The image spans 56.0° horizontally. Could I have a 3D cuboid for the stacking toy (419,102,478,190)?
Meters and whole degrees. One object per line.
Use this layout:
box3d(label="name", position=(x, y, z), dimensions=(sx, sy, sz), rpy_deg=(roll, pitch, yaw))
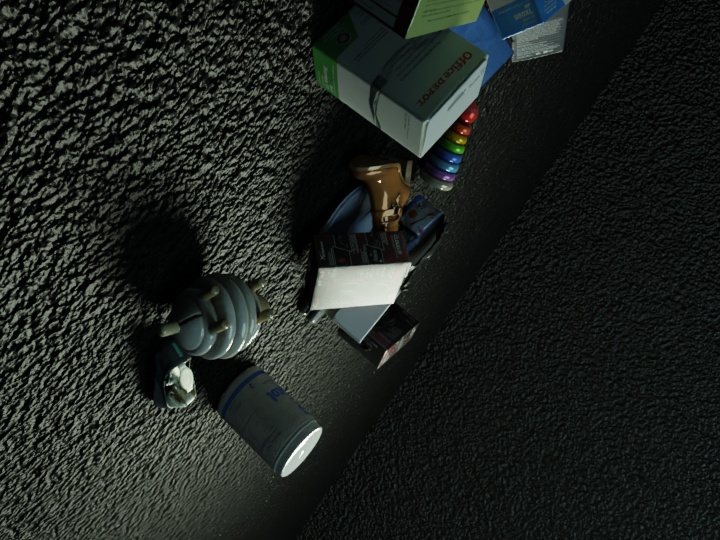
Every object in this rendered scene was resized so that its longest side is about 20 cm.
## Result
box3d(label="stacking toy", position=(0.206, -0.289, 1.529), dimensions=(0.085, 0.084, 0.204), rpy_deg=(-22, 139, -59))

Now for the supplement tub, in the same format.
box3d(label="supplement tub", position=(-0.190, 0.311, 1.410), dimensions=(0.132, 0.199, 0.133), rpy_deg=(-46, 162, -19))

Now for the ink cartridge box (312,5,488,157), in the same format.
box3d(label="ink cartridge box", position=(0.054, -0.274, 0.923), dimensions=(0.147, 0.199, 0.084), rpy_deg=(-45, 162, -18))

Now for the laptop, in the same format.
box3d(label="laptop", position=(0.183, -0.416, 1.140), dimensions=(0.188, 0.115, 0.201), rpy_deg=(-47, 162, -21))

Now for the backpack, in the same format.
box3d(label="backpack", position=(0.106, -0.074, 1.542), dimensions=(0.190, 0.154, 0.200), rpy_deg=(-41, 167, -9))

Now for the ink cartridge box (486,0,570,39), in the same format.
box3d(label="ink cartridge box", position=(0.240, -0.481, 1.017), dimensions=(0.083, 0.203, 0.144), rpy_deg=(-4, -149, 50))

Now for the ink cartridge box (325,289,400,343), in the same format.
box3d(label="ink cartridge box", position=(-0.004, 0.061, 1.480), dimensions=(0.146, 0.083, 0.200), rpy_deg=(-51, -168, -2))

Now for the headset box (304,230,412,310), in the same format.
box3d(label="headset box", position=(0.000, 0.000, 1.289), dimensions=(0.194, 0.077, 0.150), rpy_deg=(-3, 147, -15))

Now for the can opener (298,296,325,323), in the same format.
box3d(label="can opener", position=(-0.054, 0.028, 1.477), dimensions=(0.201, 0.053, 0.067), rpy_deg=(-51, 162, -4))

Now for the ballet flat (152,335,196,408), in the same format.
box3d(label="ballet flat", position=(-0.299, 0.182, 1.095), dimensions=(0.073, 0.073, 0.202), rpy_deg=(-39, 158, -36))

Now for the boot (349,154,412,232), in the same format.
box3d(label="boot", position=(0.032, -0.134, 1.275), dimensions=(0.199, 0.075, 0.160), rpy_deg=(-20, 123, -63))

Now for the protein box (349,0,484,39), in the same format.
box3d(label="protein box", position=(0.091, -0.427, 0.839), dimensions=(0.197, 0.134, 0.203), rpy_deg=(-33, 155, -46))

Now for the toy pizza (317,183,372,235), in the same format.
box3d(label="toy pizza", position=(-0.029, -0.091, 1.345), dimensions=(0.200, 0.031, 0.202), rpy_deg=(-46, 158, -23))

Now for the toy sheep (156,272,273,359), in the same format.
box3d(label="toy sheep", position=(-0.213, 0.067, 1.003), dimensions=(0.197, 0.138, 0.140), rpy_deg=(-4, 131, -49))

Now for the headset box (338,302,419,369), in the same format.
box3d(label="headset box", position=(0.046, 0.162, 1.840), dimensions=(0.199, 0.148, 0.078), rpy_deg=(-30, 153, -50))

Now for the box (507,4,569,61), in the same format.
box3d(label="box", position=(0.311, -0.499, 1.222), dimensions=(0.101, 0.152, 0.200), rpy_deg=(-9, 169, 11))
